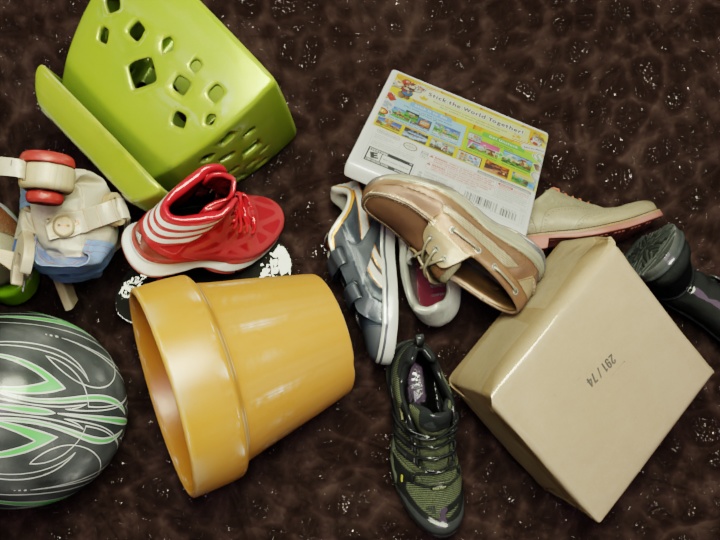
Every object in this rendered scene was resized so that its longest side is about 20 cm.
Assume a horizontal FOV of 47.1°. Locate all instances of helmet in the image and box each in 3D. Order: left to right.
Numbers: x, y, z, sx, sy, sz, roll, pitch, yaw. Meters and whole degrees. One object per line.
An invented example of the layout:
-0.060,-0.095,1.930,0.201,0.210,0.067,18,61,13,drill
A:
-0.325,0.133,0.793,0.186,0.200,0.206,4,78,16,helmet

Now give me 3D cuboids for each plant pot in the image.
-0.198,-0.168,0.849,0.200,0.199,0.182,43,87,5,plant pot
-0.110,0.090,0.812,0.179,0.200,0.205,-17,79,-22,plant pot

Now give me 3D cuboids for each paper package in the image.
0.221,0.105,0.830,0.200,0.103,0.191,-47,105,-11,paper package

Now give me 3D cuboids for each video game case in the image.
0.099,-0.126,0.892,0.196,0.023,0.184,22,47,2,video game case

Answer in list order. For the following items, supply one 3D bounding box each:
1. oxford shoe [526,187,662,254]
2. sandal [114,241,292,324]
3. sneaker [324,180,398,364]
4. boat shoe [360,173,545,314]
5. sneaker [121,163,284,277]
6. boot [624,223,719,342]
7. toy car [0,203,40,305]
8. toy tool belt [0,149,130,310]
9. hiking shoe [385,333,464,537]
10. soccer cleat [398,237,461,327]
0.233,-0.061,0.907,0.194,0.071,0.077,-10,74,-5,oxford shoe
-0.170,0.006,0.887,0.195,0.045,0.077,-14,80,-5,sandal
0.000,0.000,0.881,0.077,0.079,0.205,2,68,-7,sneaker
0.086,-0.025,0.801,0.196,0.076,0.073,27,61,0,boat shoe
-0.125,-0.051,0.810,0.198,0.115,0.080,-23,83,-49,sneaker
0.370,0.041,0.849,0.199,0.165,0.066,40,99,5,boot
-0.428,-0.077,0.845,0.154,0.165,0.204,-13,67,-5,toy car
-0.278,-0.029,0.769,0.121,0.200,0.127,4,84,-10,toy tool belt
0.063,0.169,0.837,0.074,0.101,0.205,-12,80,-4,hiking shoe
0.071,-0.044,0.880,0.068,0.086,0.206,-11,79,18,soccer cleat
